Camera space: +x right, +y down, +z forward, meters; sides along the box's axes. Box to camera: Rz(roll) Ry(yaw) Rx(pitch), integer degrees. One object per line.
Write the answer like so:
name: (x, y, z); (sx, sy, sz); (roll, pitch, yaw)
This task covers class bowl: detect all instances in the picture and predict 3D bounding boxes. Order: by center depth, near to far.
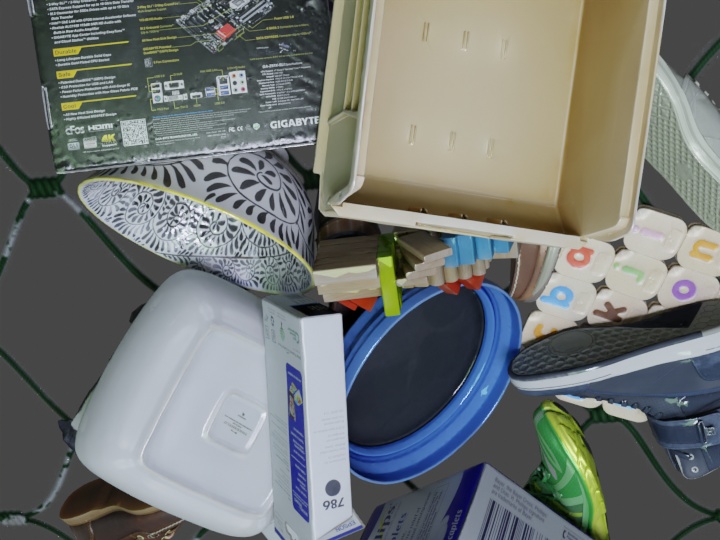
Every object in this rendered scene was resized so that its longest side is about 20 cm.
bowl: (-0.114, -0.064, 0.792); (0.199, 0.095, 0.201); (18, 163, 6)
bowl: (-0.116, 0.120, 0.839); (0.199, 0.075, 0.201); (32, 82, -25)
bowl: (0.052, 0.089, 0.844); (0.199, 0.039, 0.202); (-22, 131, -28)

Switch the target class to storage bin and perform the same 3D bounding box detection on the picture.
storage bin: (0.082, -0.123, 0.648); (0.198, 0.094, 0.201); (7, 92, -21)

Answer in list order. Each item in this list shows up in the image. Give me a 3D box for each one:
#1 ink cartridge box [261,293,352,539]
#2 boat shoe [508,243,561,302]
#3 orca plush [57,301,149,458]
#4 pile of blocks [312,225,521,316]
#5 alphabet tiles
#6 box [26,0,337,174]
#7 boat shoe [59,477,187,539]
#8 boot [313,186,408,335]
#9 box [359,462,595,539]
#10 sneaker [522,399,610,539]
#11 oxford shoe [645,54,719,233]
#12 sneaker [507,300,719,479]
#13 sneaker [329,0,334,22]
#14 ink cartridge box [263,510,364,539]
ink cartridge box: (-0.043, 0.124, 0.779); (0.039, 0.099, 0.202); (-5, 100, -23)
boat shoe: (0.133, -0.073, 0.799); (0.071, 0.076, 0.202); (7, 109, 6)
orca plush: (-0.184, 0.103, 0.914); (0.201, 0.105, 0.071); (-55, 142, 5)
pile of blocks: (0.059, -0.002, 0.733); (0.198, 0.082, 0.063); (-17, 114, -15)
alphabet tiles: (0.249, 0.042, 0.876); (0.194, 0.015, 0.201); (16, 118, -5)
box: (-0.117, -0.156, 0.670); (0.198, 0.049, 0.161); (-8, 97, -6)
boat shoe: (-0.209, 0.233, 0.972); (0.199, 0.071, 0.071); (-19, 117, 37)
boot: (0.000, 0.000, 0.853); (0.074, 0.098, 0.201); (-6, 141, 1)
box: (0.111, 0.288, 0.923); (0.183, 0.105, 0.200); (37, 142, -13)
sneaker: (0.186, 0.215, 0.937); (0.083, 0.074, 0.202); (-13, 116, 7)
oxford shoe: (0.252, -0.116, 0.775); (0.200, 0.075, 0.058); (48, 70, -9)
sneaker: (0.237, 0.119, 0.865); (0.200, 0.077, 0.147); (-11, 114, 8)
sneaker: (-0.044, -0.270, 0.723); (0.200, 0.075, 0.100); (41, 94, -14)
ink cartridge box: (-0.085, 0.185, 0.958); (0.099, 0.039, 0.201); (-26, 111, 17)
